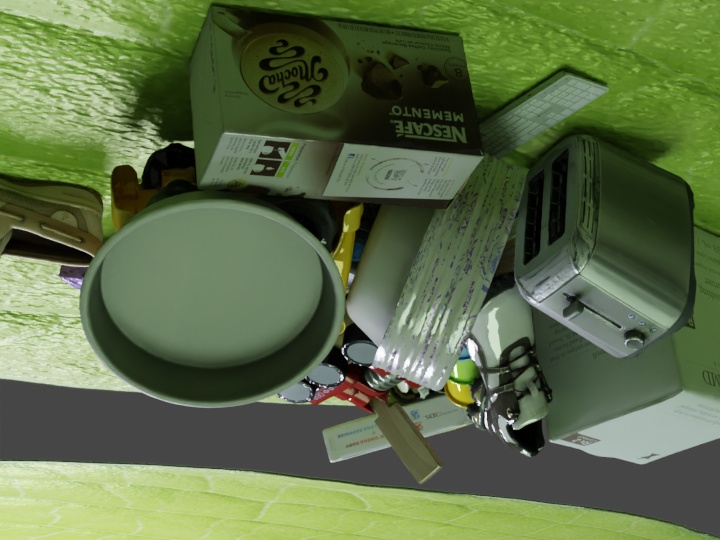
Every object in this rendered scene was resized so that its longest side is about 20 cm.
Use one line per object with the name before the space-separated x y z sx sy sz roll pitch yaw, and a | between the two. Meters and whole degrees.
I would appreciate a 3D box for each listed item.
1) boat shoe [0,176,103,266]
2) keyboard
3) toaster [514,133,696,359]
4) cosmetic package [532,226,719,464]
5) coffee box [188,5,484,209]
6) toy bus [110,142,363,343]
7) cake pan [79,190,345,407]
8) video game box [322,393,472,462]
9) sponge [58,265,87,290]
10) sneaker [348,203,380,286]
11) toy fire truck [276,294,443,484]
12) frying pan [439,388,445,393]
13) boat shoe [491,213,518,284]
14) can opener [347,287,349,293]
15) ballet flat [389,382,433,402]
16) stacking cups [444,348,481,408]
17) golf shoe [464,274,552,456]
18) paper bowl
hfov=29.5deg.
boat shoe | -0.315 -0.040 1.155 0.199 0.065 0.071 4 153 -22
keyboard | 0.121 -0.115 1.171 0.056 0.011 0.200 16 147 -39
toaster | 0.213 -0.031 1.191 0.129 0.201 0.114 25 142 -21
cosmetic package | 0.284 0.070 1.375 0.164 0.201 0.165 17 146 -42
coffee box | -0.019 -0.117 1.009 0.199 0.114 0.080 4 150 -20
toy bus | -0.103 0.001 1.121 0.199 0.136 0.193 -1 115 -9
cake pan | -0.112 0.020 1.039 0.199 0.037 0.201 -3 128 -4
video game box | 0.076 0.180 1.660 0.181 0.047 0.200 -16 175 23
sponge | -0.174 0.016 1.279 0.199 0.030 0.111 2 160 32
sneaker | -0.035 -0.018 1.278 0.199 0.074 0.082 4 160 1
toy fire truck | 0.028 0.116 1.429 0.200 0.129 0.176 32 137 -28
frying pan | 0.131 0.072 1.443 0.189 0.116 0.031 -2 -174 19
boat shoe | 0.130 0.009 1.353 0.071 0.077 0.200 9 151 -33
can opener | 0.000 0.000 1.326 0.199 0.067 0.053 -18 173 5
ballet flat | 0.082 0.100 1.532 0.073 0.073 0.200 4 155 -21
stacking cups | 0.102 0.054 1.340 0.060 0.061 0.200 -8 138 3
golf shoe | 0.150 0.093 1.303 0.078 0.094 0.201 -28 135 -18
paper bowl | 0.057 -0.009 1.144 0.104 0.201 0.201 21 153 2
